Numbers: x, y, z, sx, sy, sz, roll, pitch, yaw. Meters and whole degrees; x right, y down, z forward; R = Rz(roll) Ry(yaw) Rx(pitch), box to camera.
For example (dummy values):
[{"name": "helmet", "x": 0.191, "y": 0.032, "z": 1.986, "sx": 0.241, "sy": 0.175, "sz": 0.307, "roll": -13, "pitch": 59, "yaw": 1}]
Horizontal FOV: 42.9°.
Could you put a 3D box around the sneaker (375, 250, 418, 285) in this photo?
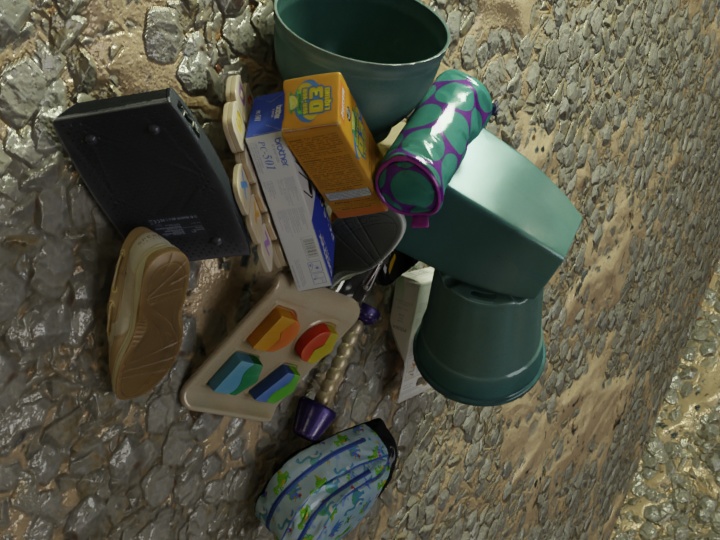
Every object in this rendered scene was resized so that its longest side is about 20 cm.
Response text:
[{"name": "sneaker", "x": 0.092, "y": -0.054, "z": 1.292, "sx": 0.201, "sy": 0.089, "sz": 0.070, "roll": -53, "pitch": 142, "yaw": -28}]

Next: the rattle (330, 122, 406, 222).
[{"name": "rattle", "x": 0.045, "y": -0.119, "z": 1.191, "sx": 0.199, "sy": 0.130, "sz": 0.144, "roll": -35, "pitch": 122, "yaw": -22}]

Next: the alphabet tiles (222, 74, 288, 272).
[{"name": "alphabet tiles", "x": -0.110, "y": -0.104, "z": 0.992, "sx": 0.197, "sy": 0.014, "sz": 0.201, "roll": -94, "pitch": 170, "yaw": -47}]

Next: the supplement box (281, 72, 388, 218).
[{"name": "supplement box", "x": -0.024, "y": -0.129, "z": 0.989, "sx": 0.200, "sy": 0.068, "sz": 0.067, "roll": 50, "pitch": 36, "yaw": -62}]

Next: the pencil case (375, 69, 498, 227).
[{"name": "pencil case", "x": 0.088, "y": -0.145, "z": 1.046, "sx": 0.201, "sy": 0.084, "sz": 0.093, "roll": -57, "pitch": 141, "yaw": -42}]

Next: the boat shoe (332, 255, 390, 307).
[{"name": "boat shoe", "x": 0.000, "y": 0.000, "z": 1.226, "sx": 0.057, "sy": 0.067, "sz": 0.201, "roll": 36, "pitch": 88, "yaw": -28}]

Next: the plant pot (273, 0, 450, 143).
[{"name": "plant pot", "x": -0.010, "y": -0.228, "z": 1.050, "sx": 0.200, "sy": 0.199, "sz": 0.135, "roll": -36, "pitch": 150, "yaw": -43}]

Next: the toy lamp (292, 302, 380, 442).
[{"name": "toy lamp", "x": -0.037, "y": 0.140, "z": 1.272, "sx": 0.201, "sy": 0.058, "sz": 0.058, "roll": -65, "pitch": 146, "yaw": -18}]

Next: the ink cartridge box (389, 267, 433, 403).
[{"name": "ink cartridge box", "x": 0.103, "y": 0.095, "z": 1.471, "sx": 0.160, "sy": 0.050, "sz": 0.202, "roll": -13, "pitch": 119, "yaw": -53}]

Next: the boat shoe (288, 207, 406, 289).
[{"name": "boat shoe", "x": -0.013, "y": -0.027, "z": 1.138, "sx": 0.075, "sy": 0.202, "sz": 0.065, "roll": 51, "pitch": 39, "yaw": 1}]

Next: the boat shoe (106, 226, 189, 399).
[{"name": "boat shoe", "x": -0.225, "y": 0.043, "z": 0.937, "sx": 0.073, "sy": 0.069, "sz": 0.201, "roll": -12, "pitch": 135, "yaw": -42}]

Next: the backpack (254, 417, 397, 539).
[{"name": "backpack", "x": -0.050, "y": 0.302, "z": 1.252, "sx": 0.199, "sy": 0.154, "sz": 0.164, "roll": 6, "pitch": 129, "yaw": -43}]

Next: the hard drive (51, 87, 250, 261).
[{"name": "hard drive", "x": -0.192, "y": -0.087, "z": 0.883, "sx": 0.201, "sy": 0.133, "sz": 0.043, "roll": 67, "pitch": 23, "yaw": -46}]

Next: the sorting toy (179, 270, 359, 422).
[{"name": "sorting toy", "x": -0.102, "y": 0.103, "z": 1.116, "sx": 0.200, "sy": 0.036, "sz": 0.185, "roll": -51, "pitch": 147, "yaw": 10}]

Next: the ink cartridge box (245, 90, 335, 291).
[{"name": "ink cartridge box", "x": -0.073, "y": -0.085, "z": 1.011, "sx": 0.094, "sy": 0.044, "sz": 0.201, "roll": -89, "pitch": 166, "yaw": -53}]

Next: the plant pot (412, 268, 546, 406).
[{"name": "plant pot", "x": 0.177, "y": 0.054, "z": 1.297, "sx": 0.200, "sy": 0.199, "sz": 0.197, "roll": -48, "pitch": 153, "yaw": -33}]

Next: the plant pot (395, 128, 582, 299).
[{"name": "plant pot", "x": 0.169, "y": -0.066, "z": 1.172, "sx": 0.142, "sy": 0.199, "sz": 0.142, "roll": -56, "pitch": 175, "yaw": -40}]
